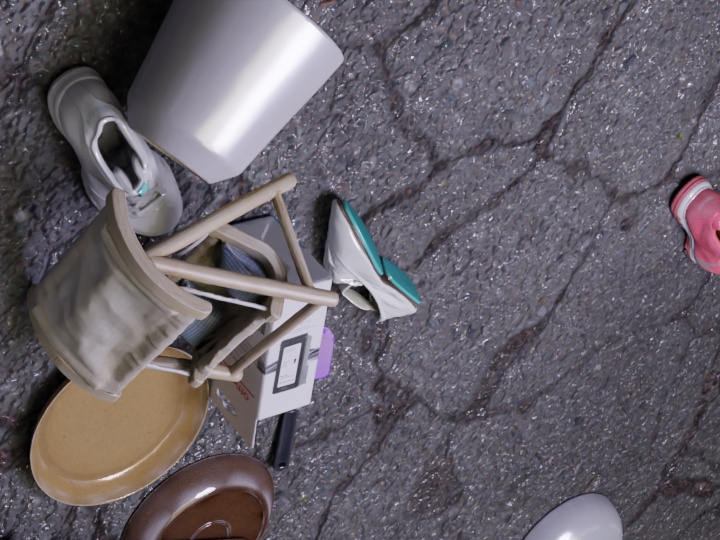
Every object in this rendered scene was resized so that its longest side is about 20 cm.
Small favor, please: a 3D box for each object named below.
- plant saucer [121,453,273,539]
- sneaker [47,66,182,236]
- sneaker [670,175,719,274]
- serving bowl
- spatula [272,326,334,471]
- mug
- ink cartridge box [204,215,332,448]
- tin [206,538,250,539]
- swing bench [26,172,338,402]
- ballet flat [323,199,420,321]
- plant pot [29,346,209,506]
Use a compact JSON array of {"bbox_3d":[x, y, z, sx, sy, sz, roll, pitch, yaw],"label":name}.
[{"bbox_3d":[-0.177,0.295,1.699,0.199,0.032,0.202,-24,137,-24],"label":"plant saucer"},{"bbox_3d":[-0.202,-0.082,1.307,0.075,0.088,0.200,-40,141,-8],"label":"sneaker"},{"bbox_3d":[0.458,-0.036,1.921,0.074,0.087,0.200,-44,141,1],"label":"sneaker"},{"bbox_3d":[0.312,0.424,2.206,0.199,0.066,0.202,-22,135,-24],"label":"serving bowl"},{"bbox_3d":[-0.071,0.145,1.667,0.056,0.021,0.201,-2,128,-25],"label":"spatula"},{"bbox_3d":[-0.107,-0.152,1.265,0.154,0.149,0.186,-56,145,-3],"label":"mug"},{"bbox_3d":[-0.098,0.063,1.501,0.067,0.116,0.202,-14,133,-32],"label":"ink cartridge box"},{"bbox_3d":[-0.185,0.353,1.689,0.199,0.042,0.113,7,123,-44],"label":"tin"},{"bbox_3d":[-0.163,0.022,1.338,0.199,0.131,0.199,-9,160,-37],"label":"swing bench"},{"bbox_3d":[0.000,0.000,1.580,0.069,0.069,0.200,-43,141,-2],"label":"ballet flat"},{"bbox_3d":[-0.245,0.151,1.519,0.199,0.027,0.202,-23,135,-25],"label":"plant pot"}]
